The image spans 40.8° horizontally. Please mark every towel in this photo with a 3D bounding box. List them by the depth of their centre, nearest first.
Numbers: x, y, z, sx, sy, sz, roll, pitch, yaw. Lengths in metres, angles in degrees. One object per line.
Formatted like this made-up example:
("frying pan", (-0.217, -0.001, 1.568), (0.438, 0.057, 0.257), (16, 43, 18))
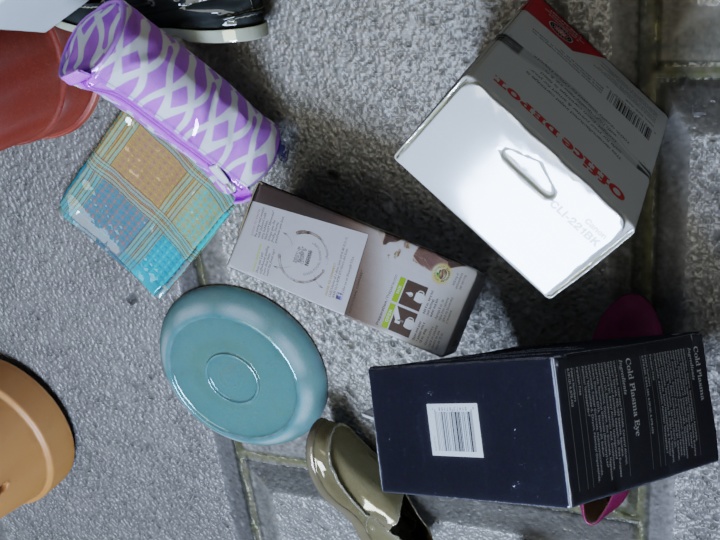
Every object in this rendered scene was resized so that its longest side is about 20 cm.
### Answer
("towel", (-0.205, -0.076, 0.958), (0.147, 0.022, 0.200), (43, 126, -4))

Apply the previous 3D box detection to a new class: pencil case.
("pencil case", (-0.155, -0.137, 0.813), (0.084, 0.086, 0.200), (-9, 146, 41))

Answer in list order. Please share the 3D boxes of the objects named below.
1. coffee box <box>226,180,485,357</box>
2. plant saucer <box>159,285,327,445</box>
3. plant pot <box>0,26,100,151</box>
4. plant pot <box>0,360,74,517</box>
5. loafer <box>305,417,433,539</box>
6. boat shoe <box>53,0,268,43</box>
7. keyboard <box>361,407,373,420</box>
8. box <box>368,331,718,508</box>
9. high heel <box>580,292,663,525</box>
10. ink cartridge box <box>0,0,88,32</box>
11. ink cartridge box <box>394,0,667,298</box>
("coffee box", (0.000, 0.000, 0.841), (0.199, 0.113, 0.080), (22, 92, 10))
("plant saucer", (-0.131, 0.109, 1.029), (0.199, 0.027, 0.201), (10, 121, 18))
("plant pot", (-0.368, -0.179, 0.863), (0.200, 0.195, 0.202), (11, 121, 18))
("plant pot", (-0.468, 0.224, 1.165), (0.199, 0.140, 0.201), (11, 123, 18))
("loafer", (0.014, 0.228, 1.008), (0.067, 0.076, 0.200), (-18, 119, 30))
("boat shoe", (-0.174, -0.233, 0.821), (0.198, 0.075, 0.066), (9, 117, 20))
("keyboard", (0.098, 0.159, 0.913), (0.199, 0.056, 0.011), (16, 100, 30))
("box", (0.140, 0.113, 0.762), (0.200, 0.181, 0.105), (-11, 85, 51))
("high heel", (0.222, 0.122, 0.835), (0.067, 0.096, 0.201), (7, 121, 20))
("ink cartridge box", (-0.273, -0.315, 0.775), (0.145, 0.084, 0.201), (-22, 87, 32))
("ink cartridge box", (0.129, -0.095, 0.688), (0.144, 0.200, 0.084), (42, 126, -3))
